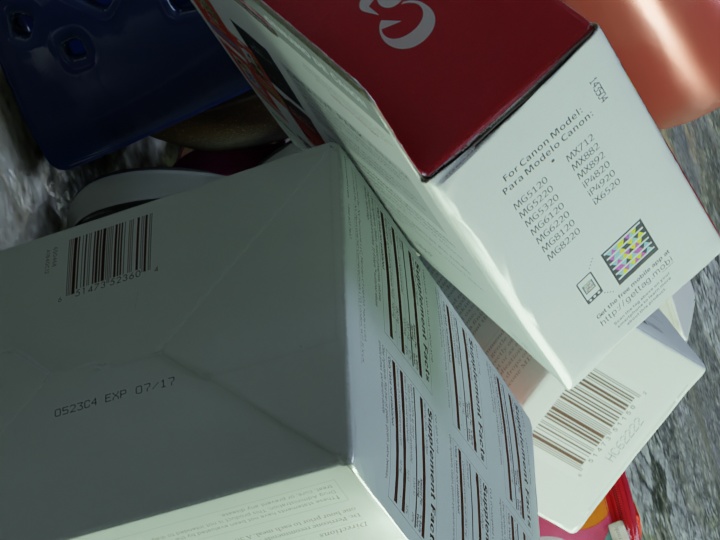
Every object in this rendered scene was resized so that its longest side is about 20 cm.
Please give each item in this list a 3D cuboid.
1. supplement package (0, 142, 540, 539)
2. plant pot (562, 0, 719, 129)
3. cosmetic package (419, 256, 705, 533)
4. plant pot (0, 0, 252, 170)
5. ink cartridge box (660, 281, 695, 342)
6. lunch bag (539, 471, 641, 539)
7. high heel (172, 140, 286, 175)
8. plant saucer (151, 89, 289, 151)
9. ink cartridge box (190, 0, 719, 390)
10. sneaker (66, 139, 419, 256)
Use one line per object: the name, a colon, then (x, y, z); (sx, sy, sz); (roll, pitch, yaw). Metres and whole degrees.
supplement package: (-0.050, 0.088, 0.990); (0.200, 0.191, 0.147); (55, 26, -46)
plant pot: (0.248, -0.253, 2.259); (0.177, 0.200, 0.201); (50, 28, -33)
cosmetic package: (0.072, 0.022, 1.223); (0.071, 0.102, 0.200); (30, 15, -29)
plant pot: (-0.077, -0.190, 1.160); (0.180, 0.200, 0.200); (60, 20, -20)
ink cartridge box: (0.068, -0.007, 1.429); (0.084, 0.200, 0.146); (-61, 133, -66)
lunch bag: (0.095, 0.152, 1.349); (0.200, 0.082, 0.176); (91, -13, -56)
high heel: (-0.064, -0.077, 1.289); (0.200, 0.067, 0.096); (-34, 117, -77)
plant saucer: (-0.024, -0.106, 1.227); (0.200, 0.200, 0.037); (-71, 141, -62)
ink cartridge box: (0.017, -0.079, 0.952); (0.200, 0.084, 0.176); (43, -7, 44)
sneaker: (-0.037, 0.006, 1.099); (0.116, 0.200, 0.076); (-83, 156, -45)
